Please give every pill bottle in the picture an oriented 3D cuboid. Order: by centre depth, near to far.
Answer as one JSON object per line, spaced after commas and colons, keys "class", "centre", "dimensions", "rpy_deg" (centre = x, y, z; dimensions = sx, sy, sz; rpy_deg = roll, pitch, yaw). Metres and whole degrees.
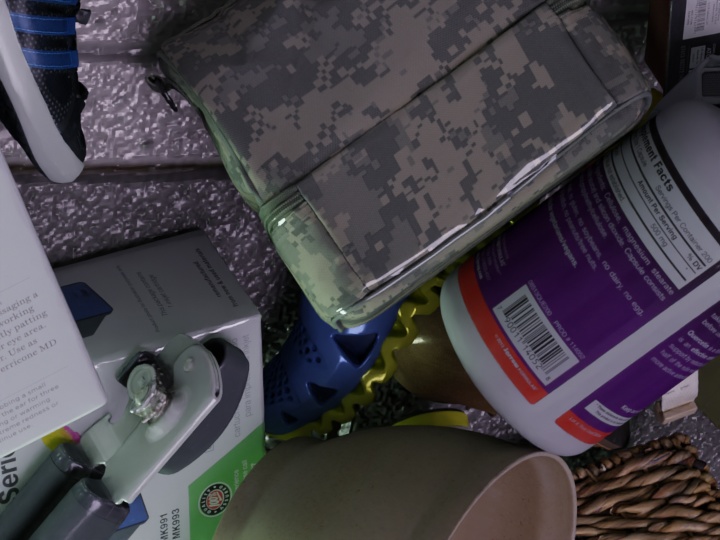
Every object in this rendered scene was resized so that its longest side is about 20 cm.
{"class": "pill bottle", "centre": [0.144, -0.005, 1.245], "dimensions": [0.200, 0.113, 0.112], "rpy_deg": [-37, 134, 17]}

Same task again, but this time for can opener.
{"class": "can opener", "centre": [-0.127, 0.114, 1.227], "dimensions": [0.200, 0.053, 0.066], "rpy_deg": [-47, 134, 9]}

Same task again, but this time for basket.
{"class": "basket", "centre": [0.154, 0.220, 1.491], "dimensions": [0.143, 0.149, 0.200], "rpy_deg": [-19, 147, -18]}

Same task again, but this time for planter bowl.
{"class": "planter bowl", "centre": [0.004, 0.162, 1.296], "dimensions": [0.200, 0.135, 0.200], "rpy_deg": [-42, 143, -43]}

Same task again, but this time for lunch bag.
{"class": "lunch bag", "centre": [0.020, -0.091, 1.216], "dimensions": [0.200, 0.168, 0.139], "rpy_deg": [-36, 177, -1]}

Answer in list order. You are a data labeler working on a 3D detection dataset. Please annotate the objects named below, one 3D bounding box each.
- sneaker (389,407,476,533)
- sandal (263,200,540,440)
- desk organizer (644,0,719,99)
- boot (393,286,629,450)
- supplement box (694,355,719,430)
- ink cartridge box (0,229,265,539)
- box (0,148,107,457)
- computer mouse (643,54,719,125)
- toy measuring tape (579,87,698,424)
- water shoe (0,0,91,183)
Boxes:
{"class": "sneaker", "centre": [0.012, 0.169, 1.435], "dimensions": [0.074, 0.085, 0.200], "rpy_deg": [3, 131, -32]}
{"class": "sandal", "centre": [0.000, 0.000, 1.330], "dimensions": [0.087, 0.079, 0.200], "rpy_deg": [35, 98, -26]}
{"class": "desk organizer", "centre": [0.176, -0.192, 1.282], "dimensions": [0.072, 0.077, 0.200], "rpy_deg": [-13, 132, -13]}
{"class": "boot", "centre": [0.084, 0.055, 1.433], "dimensions": [0.075, 0.074, 0.200], "rpy_deg": [-23, 145, 27]}
{"class": "supplement box", "centre": [0.321, 0.099, 1.496], "dimensions": [0.134, 0.200, 0.200], "rpy_deg": [-49, 132, 9]}
{"class": "ink cartridge box", "centre": [-0.153, 0.081, 1.283], "dimensions": [0.200, 0.088, 0.146], "rpy_deg": [-14, 129, -19]}
{"class": "box", "centre": [-0.211, -0.027, 1.126], "dimensions": [0.106, 0.152, 0.200], "rpy_deg": [-27, 131, -10]}
{"class": "computer mouse", "centre": [0.181, -0.081, 1.295], "dimensions": [0.110, 0.044, 0.200], "rpy_deg": [13, 124, -25]}
{"class": "toy measuring tape", "centre": [0.157, -0.014, 1.403], "dimensions": [0.073, 0.074, 0.200], "rpy_deg": [-18, 123, -18]}
{"class": "water shoe", "centre": [-0.143, -0.126, 1.150], "dimensions": [0.079, 0.072, 0.200], "rpy_deg": [-28, 132, -13]}
